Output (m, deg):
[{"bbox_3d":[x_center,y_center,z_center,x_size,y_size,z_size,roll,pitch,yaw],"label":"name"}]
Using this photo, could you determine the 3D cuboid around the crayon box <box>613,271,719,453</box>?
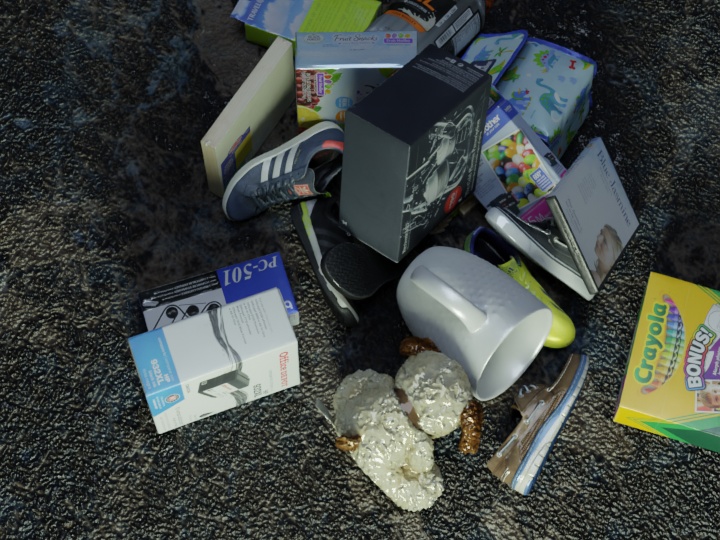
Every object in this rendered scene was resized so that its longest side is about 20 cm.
[{"bbox_3d":[0.437,0.121,1.710,0.170,0.058,0.202,16,64,7],"label":"crayon box"}]

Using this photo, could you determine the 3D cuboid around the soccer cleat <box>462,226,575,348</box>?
[{"bbox_3d":[0.208,0.023,1.740,0.064,0.084,0.200,-36,70,-18],"label":"soccer cleat"}]

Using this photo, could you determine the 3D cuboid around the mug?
[{"bbox_3d":[0.127,0.049,1.665,0.175,0.200,0.148,40,92,26],"label":"mug"}]

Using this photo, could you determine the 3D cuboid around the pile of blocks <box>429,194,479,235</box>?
[{"bbox_3d":[0.079,-0.095,1.809,0.197,0.062,0.083,-19,65,-10],"label":"pile of blocks"}]

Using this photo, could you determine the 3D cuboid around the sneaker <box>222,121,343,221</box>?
[{"bbox_3d":[-0.097,-0.121,1.786,0.199,0.075,0.085,-36,49,2],"label":"sneaker"}]

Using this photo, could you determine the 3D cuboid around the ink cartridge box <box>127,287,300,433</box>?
[{"bbox_3d":[-0.180,0.115,1.652,0.197,0.146,0.085,-19,65,-11],"label":"ink cartridge box"}]

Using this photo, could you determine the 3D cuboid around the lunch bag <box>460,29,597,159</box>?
[{"bbox_3d":[0.212,-0.245,1.857,0.198,0.128,0.171,25,59,21],"label":"lunch bag"}]

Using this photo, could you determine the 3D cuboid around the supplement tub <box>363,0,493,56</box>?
[{"bbox_3d":[0.099,-0.355,1.906,0.122,0.123,0.200,36,66,16],"label":"supplement tub"}]

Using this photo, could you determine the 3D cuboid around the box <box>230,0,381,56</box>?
[{"bbox_3d":[-0.081,-0.377,1.955,0.197,0.048,0.123,21,64,9],"label":"box"}]

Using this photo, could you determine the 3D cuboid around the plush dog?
[{"bbox_3d":[0.058,0.171,1.602,0.171,0.160,0.201,-38,66,6],"label":"plush dog"}]

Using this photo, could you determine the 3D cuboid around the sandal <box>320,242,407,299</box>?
[{"bbox_3d":[0.000,0.000,1.719,0.045,0.199,0.076,-21,87,29],"label":"sandal"}]

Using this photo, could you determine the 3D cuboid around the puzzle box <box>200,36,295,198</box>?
[{"bbox_3d":[-0.154,-0.213,1.824,0.025,0.134,0.201,27,65,12],"label":"puzzle box"}]

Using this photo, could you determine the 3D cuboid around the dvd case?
[{"bbox_3d":[0.312,-0.076,1.736,0.144,0.017,0.200,62,37,-14],"label":"dvd case"}]

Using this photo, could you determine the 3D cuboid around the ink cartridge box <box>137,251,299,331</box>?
[{"bbox_3d":[-0.188,0.050,1.741,0.197,0.044,0.095,-17,67,-10],"label":"ink cartridge box"}]

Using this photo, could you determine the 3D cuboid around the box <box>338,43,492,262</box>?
[{"bbox_3d":[0.068,-0.149,1.675,0.103,0.202,0.182,31,52,24],"label":"box"}]

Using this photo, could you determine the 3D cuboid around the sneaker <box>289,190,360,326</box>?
[{"bbox_3d":[-0.030,-0.024,1.761,0.082,0.072,0.202,-23,66,-4],"label":"sneaker"}]

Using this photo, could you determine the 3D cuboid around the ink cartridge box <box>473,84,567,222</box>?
[{"bbox_3d":[0.197,-0.141,1.772,0.201,0.119,0.042,51,36,1],"label":"ink cartridge box"}]

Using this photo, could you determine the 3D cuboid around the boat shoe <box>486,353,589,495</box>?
[{"bbox_3d":[0.227,0.182,1.669,0.072,0.073,0.201,27,66,13],"label":"boat shoe"}]

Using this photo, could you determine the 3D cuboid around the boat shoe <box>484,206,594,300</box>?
[{"bbox_3d":[0.251,-0.038,1.731,0.199,0.072,0.068,34,93,-21],"label":"boat shoe"}]

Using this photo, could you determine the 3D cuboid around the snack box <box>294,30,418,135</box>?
[{"bbox_3d":[-0.006,-0.244,1.805,0.166,0.201,0.069,0,63,-2],"label":"snack box"}]
